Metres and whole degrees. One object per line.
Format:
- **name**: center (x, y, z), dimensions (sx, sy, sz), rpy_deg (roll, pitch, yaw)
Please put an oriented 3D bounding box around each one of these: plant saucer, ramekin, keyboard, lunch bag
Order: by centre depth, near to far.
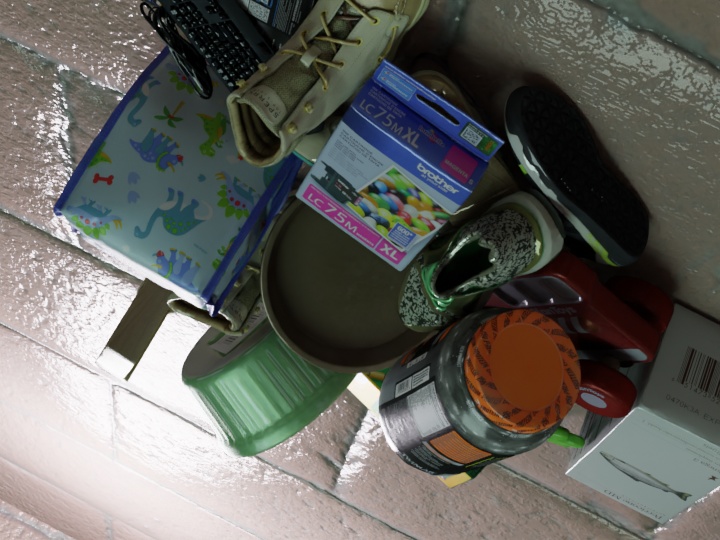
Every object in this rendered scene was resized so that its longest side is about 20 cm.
- **keyboard**: center (-0.119, -0.175, 1.073), dimensions (0.103, 0.040, 0.200), rpy_deg (2, 142, 41)
- **lunch bag**: center (-0.157, -0.088, 1.180), dimensions (0.169, 0.201, 0.127), rpy_deg (29, 172, 2)
- **plant saucer**: center (0.000, 0.000, 1.214), dimensions (0.200, 0.200, 0.029), rpy_deg (41, -175, -21)
- **ramekin**: center (-0.095, 0.092, 1.346), dimensions (0.199, 0.200, 0.098), rpy_deg (-15, 119, 52)

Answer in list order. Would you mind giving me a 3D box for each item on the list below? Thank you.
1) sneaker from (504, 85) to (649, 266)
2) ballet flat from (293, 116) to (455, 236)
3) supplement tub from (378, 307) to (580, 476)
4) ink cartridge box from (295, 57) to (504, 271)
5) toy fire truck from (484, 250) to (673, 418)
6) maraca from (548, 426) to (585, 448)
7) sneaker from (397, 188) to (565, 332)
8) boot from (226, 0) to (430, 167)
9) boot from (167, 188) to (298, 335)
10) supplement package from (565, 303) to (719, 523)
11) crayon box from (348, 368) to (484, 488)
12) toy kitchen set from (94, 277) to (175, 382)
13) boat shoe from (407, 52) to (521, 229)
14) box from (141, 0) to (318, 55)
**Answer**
- **sneaker**: center (0.160, -0.066, 1.051), dimensions (0.082, 0.072, 0.200), rpy_deg (-3, 138, 47)
- **ballet flat**: center (0.027, -0.099, 1.141), dimensions (0.198, 0.070, 0.070), rpy_deg (29, 152, -2)
- **supplement tub**: center (0.101, 0.104, 1.092), dimensions (0.122, 0.123, 0.200), rpy_deg (33, 156, -8)
- **ink cartridge box**: center (0.027, -0.081, 1.044), dimensions (0.119, 0.042, 0.200), rpy_deg (35, 149, -3)
- **toy fire truck**: center (0.169, 0.039, 1.142), dimensions (0.168, 0.113, 0.199), rpy_deg (39, 159, -24)
- **maraca**: center (0.126, 0.141, 1.269), dimensions (0.198, 0.108, 0.137), rpy_deg (14, 174, 33)
- **sneaker**: center (0.076, 0.000, 1.051), dimensions (0.077, 0.088, 0.200), rpy_deg (59, 139, 9)
- **boot**: center (-0.027, -0.169, 0.962), dimensions (0.072, 0.155, 0.200), rpy_deg (42, 153, 7)
- **boot**: center (-0.086, -0.008, 1.264), dimensions (0.198, 0.156, 0.072), rpy_deg (6, 144, 33)
- **supplement package**: center (0.294, 0.141, 1.213), dimensions (0.116, 0.118, 0.200), rpy_deg (25, 152, 2)
- **crayon box**: center (0.061, 0.153, 1.435), dimensions (0.200, 0.058, 0.119), rpy_deg (44, 165, 4)
- **toy kitchen set**: center (-0.186, 0.089, 1.503), dimensions (0.199, 0.182, 0.163), rpy_deg (33, 153, -8)
- **boat shoe**: center (0.092, -0.097, 1.072), dimensions (0.071, 0.065, 0.201), rpy_deg (-15, 129, 27)
- **box**: center (-0.117, -0.262, 1.013), dimensions (0.197, 0.050, 0.200), rpy_deg (29, 153, 2)
